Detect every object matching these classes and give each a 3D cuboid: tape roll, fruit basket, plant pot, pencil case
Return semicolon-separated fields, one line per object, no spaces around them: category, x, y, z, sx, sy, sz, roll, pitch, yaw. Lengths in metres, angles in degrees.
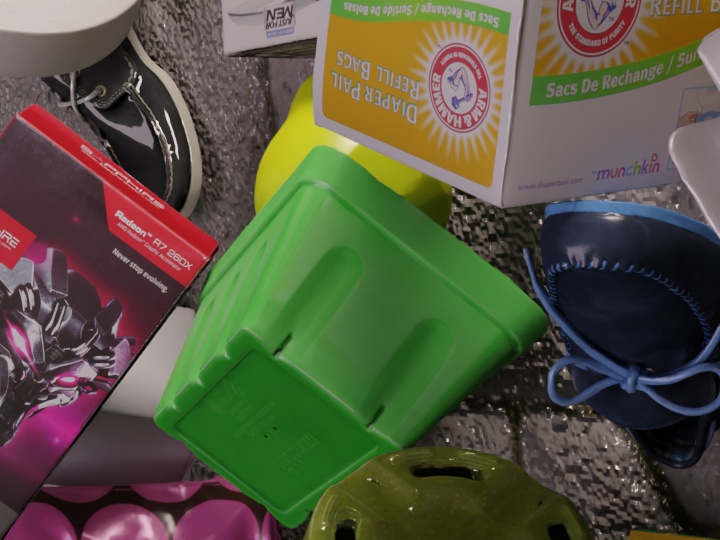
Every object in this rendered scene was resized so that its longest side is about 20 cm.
tape roll;-0.218;-0.190;1.158;0.203;0.202;0.037;56;136;29
fruit basket;0.000;0.000;0.982;0.155;0.216;0.216;38;137;-5
plant pot;0.028;0.185;0.879;0.200;0.200;0.190;44;141;39
pencil case;-0.141;0.158;1.138;0.091;0.199;0.094;129;139;-75

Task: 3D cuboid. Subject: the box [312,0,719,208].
box;0.095;-0.096;0.759;0.112;0.200;0.102;28;118;47

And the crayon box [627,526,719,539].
crayon box;0.141;0.206;0.784;0.119;0.058;0.200;1;64;42

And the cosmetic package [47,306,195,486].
cosmetic package;-0.195;0.063;1.164;0.102;0.199;0.074;-99;28;-47

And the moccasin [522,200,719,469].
moccasin;0.118;0.031;0.777;0.080;0.200;0.068;6;74;27

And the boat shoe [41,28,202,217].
boat shoe;-0.157;-0.107;1.208;0.200;0.067;0.072;59;136;25

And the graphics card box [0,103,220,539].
graphics card box;-0.181;0.031;1.050;0.125;0.051;0.200;37;98;-5

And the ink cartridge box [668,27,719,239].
ink cartridge box;0.207;-0.041;0.611;0.200;0.125;0.129;-31;68;16

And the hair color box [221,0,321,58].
hair color box;-0.019;-0.209;0.995;0.109;0.065;0.201;0;91;53
